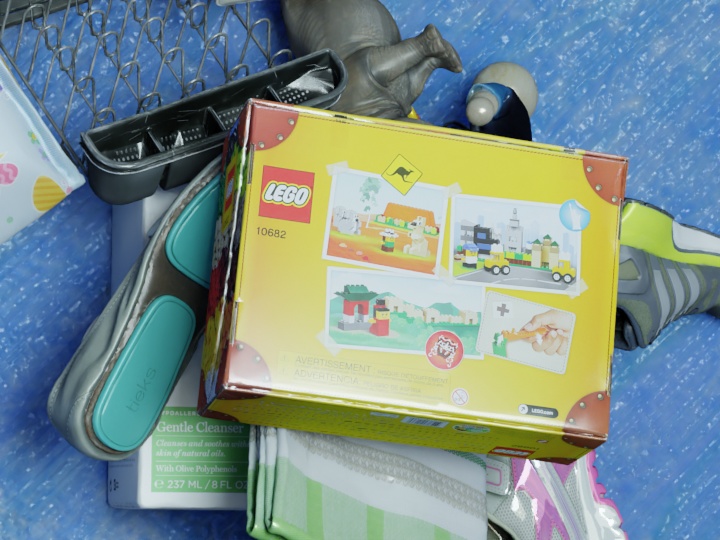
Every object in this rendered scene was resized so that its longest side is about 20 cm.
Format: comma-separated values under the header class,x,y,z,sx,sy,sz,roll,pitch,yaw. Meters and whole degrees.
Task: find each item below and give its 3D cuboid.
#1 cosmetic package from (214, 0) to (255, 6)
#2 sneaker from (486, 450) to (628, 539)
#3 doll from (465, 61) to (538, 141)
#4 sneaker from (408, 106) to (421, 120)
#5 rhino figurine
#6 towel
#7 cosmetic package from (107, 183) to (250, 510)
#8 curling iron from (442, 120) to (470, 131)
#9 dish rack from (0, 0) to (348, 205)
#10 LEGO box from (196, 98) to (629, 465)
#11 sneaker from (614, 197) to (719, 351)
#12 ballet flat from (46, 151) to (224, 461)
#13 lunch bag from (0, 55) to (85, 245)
class,x,y,z,sx,sy,sz,roll,pitch,yaw
cosmetic package,-0.059,-0.248,1.583,0.105,0.071,0.201,-12,59,-22
sneaker,0.090,0.107,1.659,0.088,0.081,0.201,-14,87,-17
doll,0.080,-0.038,1.607,0.048,0.137,0.201,-8,48,6
sneaker,0.000,0.000,1.628,0.073,0.077,0.201,2,80,8
rhino figurine,0.010,-0.106,1.590,0.087,0.060,0.201,-25,56,12
towel,0.010,0.074,1.520,0.149,0.031,0.201,22,47,-25
cosmetic package,-0.081,0.031,1.598,0.107,0.085,0.201,0,87,-17
curling iron,0.041,0.010,1.675,0.049,0.026,0.201,17,81,-16
dish rack,-0.119,-0.129,1.563,0.153,0.055,0.200,-20,58,-26
LEGO box,0.027,0.008,1.455,0.199,0.077,0.150,9,74,-10
sneaker,0.163,0.008,1.669,0.200,0.074,0.081,19,88,-51
ballet flat,-0.101,0.006,1.517,0.067,0.064,0.200,38,80,-35
lunch bag,-0.270,-0.086,1.507,0.169,0.127,0.200,-37,109,-11
